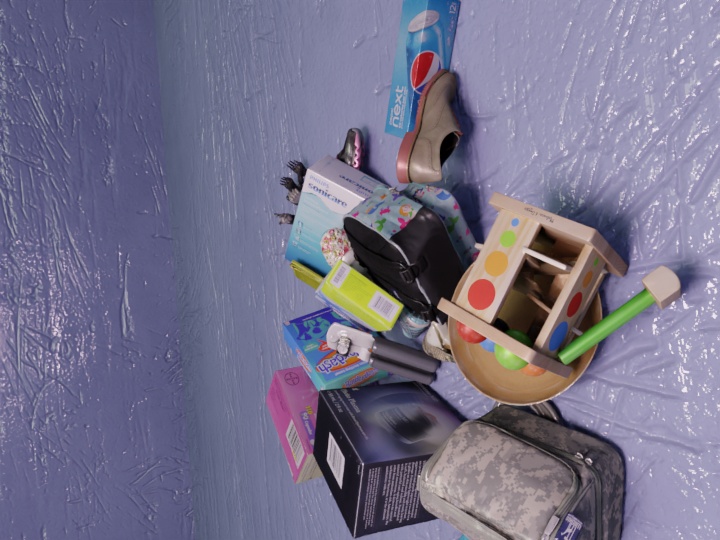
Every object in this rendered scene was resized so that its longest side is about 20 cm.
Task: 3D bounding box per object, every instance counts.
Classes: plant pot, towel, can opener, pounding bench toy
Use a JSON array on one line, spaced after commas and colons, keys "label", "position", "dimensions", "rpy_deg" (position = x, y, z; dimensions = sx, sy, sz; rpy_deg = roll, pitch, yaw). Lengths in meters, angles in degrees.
[{"label": "plant pot", "position": [0.199, 0.062, 0.678], "dimensions": [0.196, 0.027, 0.206], "rpy_deg": [-15, 66, 36]}, {"label": "towel", "position": [-0.047, 0.049, 1.036], "dimensions": [0.197, 0.018, 0.086], "rpy_deg": [32, 162, 12]}, {"label": "can opener", "position": [0.035, 0.130, 0.915], "dimensions": [0.195, 0.067, 0.054], "rpy_deg": [19, 121, 8]}, {"label": "pounding bench toy", "position": [0.206, 0.040, 0.577], "dimensions": [0.198, 0.123, 0.159], "rpy_deg": [30, 95, 42]}]

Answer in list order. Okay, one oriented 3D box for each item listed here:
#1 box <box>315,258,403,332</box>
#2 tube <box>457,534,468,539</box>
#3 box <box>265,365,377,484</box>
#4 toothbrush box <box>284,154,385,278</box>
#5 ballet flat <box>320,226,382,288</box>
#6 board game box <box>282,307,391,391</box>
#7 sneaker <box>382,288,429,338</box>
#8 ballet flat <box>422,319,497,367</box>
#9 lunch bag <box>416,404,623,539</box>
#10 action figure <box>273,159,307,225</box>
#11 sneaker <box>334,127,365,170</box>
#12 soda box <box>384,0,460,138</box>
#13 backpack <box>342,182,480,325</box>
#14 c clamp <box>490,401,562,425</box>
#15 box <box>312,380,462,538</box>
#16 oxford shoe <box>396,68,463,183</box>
[{"label": "box", "position": [-0.009, 0.048, 0.887], "dimensions": [0.048, 0.121, 0.200], "rpy_deg": [-55, 4, -11]}, {"label": "tube", "position": [0.169, 0.428, 0.827], "dimensions": [0.078, 0.049, 0.202], "rpy_deg": [56, 134, 34]}, {"label": "box", "position": [-0.054, 0.272, 1.037], "dimensions": [0.178, 0.195, 0.098], "rpy_deg": [60, 140, 37]}, {"label": "toothbrush box", "position": [-0.044, -0.085, 1.020], "dimensions": [0.144, 0.086, 0.203], "rpy_deg": [27, 127, 10]}, {"label": "ballet flat", "position": [0.000, 0.000, 0.959], "dimensions": [0.076, 0.200, 0.064], "rpy_deg": [-45, 47, -4]}, {"label": "board game box", "position": [-0.043, 0.145, 1.046], "dimensions": [0.200, 0.149, 0.046], "rpy_deg": [43, 143, 48]}, {"label": "sneaker", "position": [0.057, 0.027, 0.940], "dimensions": [0.087, 0.075, 0.203], "rpy_deg": [108, 147, -47]}, {"label": "ballet flat", "position": [0.143, 0.101, 0.792], "dimensions": [0.076, 0.068, 0.199], "rpy_deg": [51, 165, -27]}, {"label": "lunch bag", "position": [0.183, 0.262, 0.636], "dimensions": [0.197, 0.165, 0.144], "rpy_deg": [13, 111, 49]}, {"label": "action figure", "position": [-0.137, -0.138, 1.227], "dimensions": [0.119, 0.100, 0.204], "rpy_deg": [-45, 53, 38]}, {"label": "sneaker", "position": [-0.048, -0.179, 1.059], "dimensions": [0.079, 0.093, 0.205], "rpy_deg": [-66, -8, -62]}, {"label": "soda box", "position": [0.093, -0.308, 0.846], "dimensions": [0.068, 0.063, 0.206], "rpy_deg": [35, 124, 52]}, {"label": "backpack", "position": [0.069, -0.038, 0.802], "dimensions": [0.198, 0.151, 0.179], "rpy_deg": [23, 153, 53]}, {"label": "c clamp", "position": [0.197, 0.226, 0.768], "dimensions": [0.172, 0.026, 0.203], "rpy_deg": [58, 140, 39]}, {"label": "box", "position": [0.049, 0.271, 0.840], "dimensions": [0.200, 0.193, 0.127], "rpy_deg": [-142, 56, -61]}, {"label": "oxford shoe", "position": [0.114, -0.202, 0.780], "dimensions": [0.073, 0.071, 0.204], "rpy_deg": [11, 66, 22]}]
